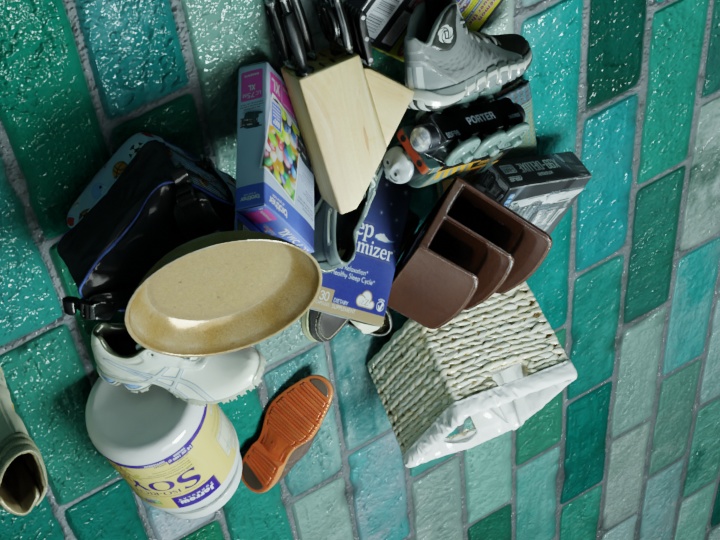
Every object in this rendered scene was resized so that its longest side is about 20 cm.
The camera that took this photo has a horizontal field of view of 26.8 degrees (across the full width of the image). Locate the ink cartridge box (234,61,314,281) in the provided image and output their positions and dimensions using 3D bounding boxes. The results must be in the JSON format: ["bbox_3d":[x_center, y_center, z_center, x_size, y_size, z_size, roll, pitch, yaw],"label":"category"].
[{"bbox_3d":[-0.086,-0.099,1.554,0.042,0.201,0.119,-9,153,22],"label":"ink cartridge box"}]

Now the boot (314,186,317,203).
[{"bbox_3d":[-0.133,-0.025,1.701,0.200,0.072,0.145,-29,145,-27],"label":"boot"}]

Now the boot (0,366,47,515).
[{"bbox_3d":[-0.400,0.214,1.654,0.072,0.155,0.201,-13,138,-32],"label":"boot"}]

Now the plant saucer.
[{"bbox_3d":[-0.138,0.017,1.496,0.199,0.036,0.201,-14,148,-9],"label":"plant saucer"}]

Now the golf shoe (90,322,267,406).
[{"bbox_3d":[-0.207,0.096,1.681,0.199,0.079,0.097,2,150,10],"label":"golf shoe"}]

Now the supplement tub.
[{"bbox_3d":[-0.228,0.200,1.803,0.145,0.146,0.200,-33,145,-6],"label":"supplement tub"}]

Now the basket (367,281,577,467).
[{"bbox_3d":[0.142,0.135,2.001,0.198,0.161,0.200,-16,162,-28],"label":"basket"}]

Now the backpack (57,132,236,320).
[{"bbox_3d":[-0.196,-0.036,1.559,0.200,0.154,0.190,-43,137,19],"label":"backpack"}]

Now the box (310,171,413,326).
[{"bbox_3d":[-0.004,-0.046,1.721,0.121,0.032,0.201,16,84,-41],"label":"box"}]

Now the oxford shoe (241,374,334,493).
[{"bbox_3d":[-0.089,0.210,2.024,0.200,0.071,0.073,-53,163,27],"label":"oxford shoe"}]

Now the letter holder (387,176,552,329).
[{"bbox_3d":[0.124,0.001,1.767,0.101,0.142,0.200,-60,-178,-23],"label":"letter holder"}]

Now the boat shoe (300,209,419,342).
[{"bbox_3d":[0.000,0.000,1.791,0.200,0.065,0.073,-60,139,-15],"label":"boat shoe"}]

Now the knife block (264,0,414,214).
[{"bbox_3d":[-0.045,-0.181,1.542,0.175,0.064,0.201,22,100,-26],"label":"knife block"}]

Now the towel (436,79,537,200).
[{"bbox_3d":[0.155,-0.137,1.875,0.146,0.022,0.200,-30,144,-12],"label":"towel"}]

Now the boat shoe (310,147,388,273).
[{"bbox_3d":[-0.004,-0.088,1.654,0.073,0.062,0.201,35,71,-34],"label":"boat shoe"}]

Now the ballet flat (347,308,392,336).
[{"bbox_3d":[-0.020,0.037,1.872,0.068,0.068,0.200,-47,144,15],"label":"ballet flat"}]

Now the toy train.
[{"bbox_3d":[0.107,-0.145,1.700,0.200,0.085,0.114,-21,162,-50],"label":"toy train"}]

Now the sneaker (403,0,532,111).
[{"bbox_3d":[0.115,-0.253,1.620,0.200,0.075,0.116,-32,121,-43],"label":"sneaker"}]

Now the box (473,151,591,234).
[{"bbox_3d":[0.182,-0.059,1.917,0.157,0.050,0.200,-10,144,-41],"label":"box"}]

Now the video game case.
[{"bbox_3d":[0.089,-0.310,1.611,0.180,0.026,0.200,15,119,-49],"label":"video game case"}]
